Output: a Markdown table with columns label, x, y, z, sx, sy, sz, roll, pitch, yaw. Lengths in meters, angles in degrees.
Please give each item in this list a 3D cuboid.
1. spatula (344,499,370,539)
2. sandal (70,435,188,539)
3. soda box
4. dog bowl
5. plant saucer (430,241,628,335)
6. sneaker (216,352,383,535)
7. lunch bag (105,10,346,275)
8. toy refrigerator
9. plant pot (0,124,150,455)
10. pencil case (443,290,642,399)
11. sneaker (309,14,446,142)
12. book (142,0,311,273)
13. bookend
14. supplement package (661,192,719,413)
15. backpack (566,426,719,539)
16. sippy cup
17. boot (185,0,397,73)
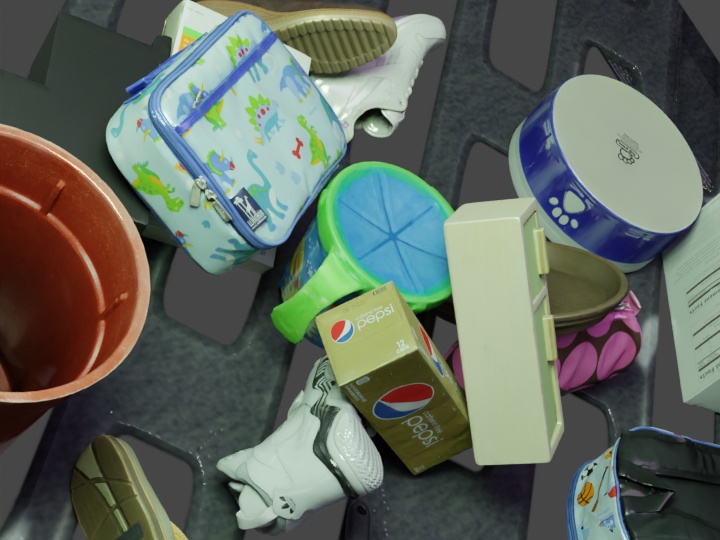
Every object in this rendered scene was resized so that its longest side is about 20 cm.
| label | x | y | z | sx | sy | sz | roll | pitch | yaw |
| --- | --- | --- | --- | --- | --- | --- | --- | --- | --- |
| spatula | -0.010 | 0.260 | 1.096 | 0.056 | 0.021 | 0.201 | 24 | 48 | -17 |
| sandal | -0.148 | 0.208 | 1.011 | 0.054 | 0.080 | 0.201 | 17 | 44 | -52 |
| soda box | 0.034 | 0.089 | 1.133 | 0.064 | 0.067 | 0.200 | 68 | 7 | 31 |
| dog bowl | 0.256 | -0.102 | 1.499 | 0.199 | 0.079 | 0.201 | 18 | 51 | -23 |
| plant saucer | 0.140 | 0.015 | 1.295 | 0.199 | 0.030 | 0.200 | 1 | 20 | 0 |
| sneaker | -0.049 | 0.134 | 1.116 | 0.075 | 0.114 | 0.200 | 60 | 4 | -17 |
| lunch bag | -0.102 | -0.105 | 1.137 | 0.161 | 0.082 | 0.200 | 53 | 36 | -13 |
| toy refrigerator | 0.120 | 0.048 | 1.160 | 0.076 | 0.069 | 0.201 | -39 | 122 | -68 |
| plant pot | -0.269 | 0.038 | 0.951 | 0.200 | 0.195 | 0.202 | 18 | 51 | -24 |
| pencil case | 0.168 | 0.072 | 1.304 | 0.199 | 0.094 | 0.091 | -18 | 71 | -40 |
| sneaker | 0.020 | -0.183 | 1.407 | 0.200 | 0.075 | 0.100 | -33 | 88 | -36 |
| book | -0.119 | -0.113 | 1.232 | 0.133 | 0.048 | 0.201 | 19 | 68 | -24 |
| bookend | -0.264 | -0.120 | 1.137 | 0.199 | 0.092 | 0.200 | 18 | 51 | -23 |
| supplement package | 0.393 | 0.040 | 1.471 | 0.113 | 0.110 | 0.201 | 18 | 51 | -23 |
| backpack | 0.265 | 0.226 | 1.223 | 0.190 | 0.154 | 0.201 | 27 | 39 | -25 |
| sippy cup | 0.000 | 0.000 | 1.211 | 0.177 | 0.130 | 0.140 | 7 | 56 | -32 |
| boot | -0.067 | -0.261 | 1.343 | 0.198 | 0.073 | 0.167 | -4 | 51 | 3 |
